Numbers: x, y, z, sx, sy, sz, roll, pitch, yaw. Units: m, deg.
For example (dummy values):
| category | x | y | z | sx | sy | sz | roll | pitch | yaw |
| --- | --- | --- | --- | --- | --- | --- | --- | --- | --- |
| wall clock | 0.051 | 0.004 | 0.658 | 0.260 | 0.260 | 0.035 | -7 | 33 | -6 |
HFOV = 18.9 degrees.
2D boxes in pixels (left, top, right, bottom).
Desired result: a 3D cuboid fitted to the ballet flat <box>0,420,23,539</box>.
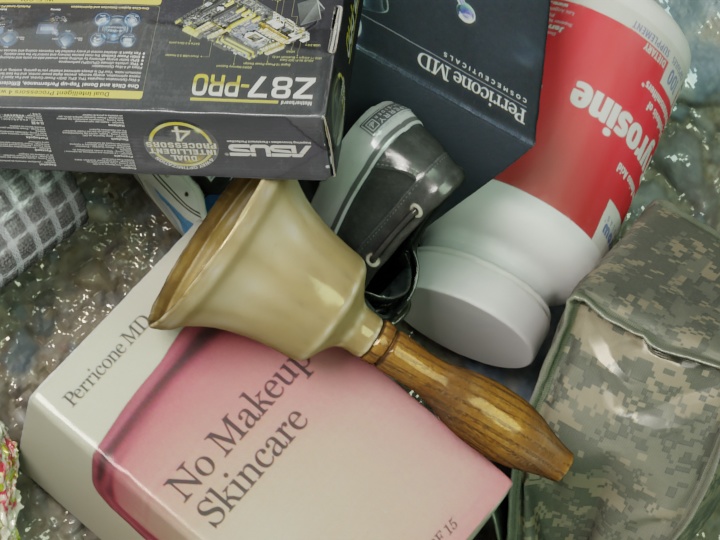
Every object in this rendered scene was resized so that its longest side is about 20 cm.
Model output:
| category | x | y | z | sx | sy | sz | roll | pitch | yaw |
| --- | --- | --- | --- | --- | --- | --- | --- | --- | --- |
| ballet flat | -0.194 | 0.160 | 1.013 | 0.075 | 0.064 | 0.201 | -2 | 86 | -6 |

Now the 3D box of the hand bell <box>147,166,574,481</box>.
| category | x | y | z | sx | sy | sz | roll | pitch | yaw |
| --- | --- | --- | --- | --- | --- | --- | --- | --- | --- |
| hand bell | 0.013 | 0.038 | 0.986 | 0.200 | 0.104 | 0.104 | 35 | 69 | -11 |

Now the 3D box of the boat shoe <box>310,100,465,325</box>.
| category | x | y | z | sx | sy | sz | roll | pitch | yaw |
| --- | --- | --- | --- | --- | --- | --- | --- | --- | --- |
| boat shoe | 0.000 | 0.000 | 1.067 | 0.057 | 0.200 | 0.069 | 39 | 54 | 14 |

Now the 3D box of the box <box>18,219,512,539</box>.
| category | x | y | z | sx | sy | sz | roll | pitch | yaw |
| --- | --- | --- | --- | --- | --- | --- | --- | --- | --- |
| box | -0.049 | 0.097 | 1.040 | 0.200 | 0.109 | 0.128 | 40 | 66 | 5 |

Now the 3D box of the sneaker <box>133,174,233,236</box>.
| category | x | y | z | sx | sy | sz | roll | pitch | yaw |
| --- | --- | --- | --- | --- | --- | --- | --- | --- | --- |
| sneaker | -0.094 | -0.072 | 1.094 | 0.200 | 0.072 | 0.072 | 46 | 68 | -15 |

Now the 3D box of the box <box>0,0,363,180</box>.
| category | x | y | z | sx | sy | sz | roll | pitch | yaw |
| --- | --- | --- | --- | --- | --- | --- | --- | --- | --- |
| box | -0.100 | -0.119 | 0.962 | 0.199 | 0.049 | 0.162 | 2 | 52 | 8 |

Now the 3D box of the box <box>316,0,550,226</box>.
| category | x | y | z | sx | sy | sz | roll | pitch | yaw |
| --- | --- | --- | --- | --- | --- | --- | --- | --- | --- |
| box | 0.009 | -0.148 | 1.104 | 0.148 | 0.107 | 0.201 | 26 | 53 | -24 |

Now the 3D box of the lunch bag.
| category | x | y | z | sx | sy | sz | roll | pitch | yaw |
| --- | --- | --- | --- | --- | --- | --- | --- | --- | --- |
| lunch bag | 0.142 | 0.087 | 1.129 | 0.117 | 0.201 | 0.164 | 25 | 28 | 15 |

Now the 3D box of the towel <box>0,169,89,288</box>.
| category | x | y | z | sx | sy | sz | roll | pitch | yaw |
| --- | --- | --- | --- | --- | --- | --- | --- | --- | --- |
| towel | -0.243 | -0.057 | 1.002 | 0.166 | 0.086 | 0.200 | -41 | 104 | -27 |

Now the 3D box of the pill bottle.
| category | x | y | z | sx | sy | sz | roll | pitch | yaw |
| --- | --- | --- | --- | --- | --- | --- | --- | --- | --- |
| pill bottle | 0.094 | -0.055 | 1.171 | 0.112 | 0.112 | 0.200 | 33 | 70 | -22 |
